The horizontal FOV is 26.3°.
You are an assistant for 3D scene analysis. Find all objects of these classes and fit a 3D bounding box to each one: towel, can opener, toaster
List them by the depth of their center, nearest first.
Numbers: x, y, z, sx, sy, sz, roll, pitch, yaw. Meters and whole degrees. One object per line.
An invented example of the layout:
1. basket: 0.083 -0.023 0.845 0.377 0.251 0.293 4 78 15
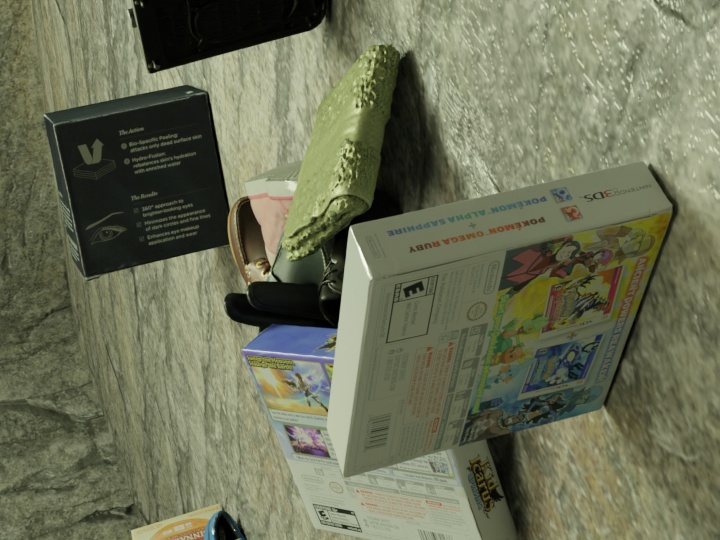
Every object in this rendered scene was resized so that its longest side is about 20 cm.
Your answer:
1. towel: -0.016 -0.094 1.263 0.200 0.036 0.150 140 145 -69
2. toaster: -0.118 -0.286 1.317 0.182 0.198 0.119 85 165 -53
3. can opener: -0.040 0.037 1.328 0.199 0.063 0.079 22 -137 -55

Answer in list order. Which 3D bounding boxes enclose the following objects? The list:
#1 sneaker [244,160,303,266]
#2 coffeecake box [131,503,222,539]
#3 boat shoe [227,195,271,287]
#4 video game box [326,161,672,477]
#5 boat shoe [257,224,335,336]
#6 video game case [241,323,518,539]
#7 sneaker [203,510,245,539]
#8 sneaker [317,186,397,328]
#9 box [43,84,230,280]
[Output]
1. sneaker: -0.051 -0.049 1.463 0.106 0.075 0.200 72 163 -7
2. coffeecake box: -0.262 0.484 2.437 0.201 0.152 0.074 -121 23 -44
3. boat shoe: -0.084 0.013 1.619 0.070 0.070 0.202 141 106 -79
4. video game box: 0.075 0.032 0.907 0.201 0.180 0.047 98 156 -51
5. boat shoe: -0.058 0.032 1.421 0.072 0.062 0.201 24 134 12
6. video game case: 0.014 0.134 1.224 0.199 0.045 0.183 3 122 43
7. sneaker: -0.191 0.460 2.340 0.079 0.065 0.202 108 145 -54
8. sneaker: 0.000 0.000 1.293 0.076 0.090 0.201 91 160 -44
9. box: -0.282 -0.115 1.953 0.117 0.194 0.202 -147 46 -68
